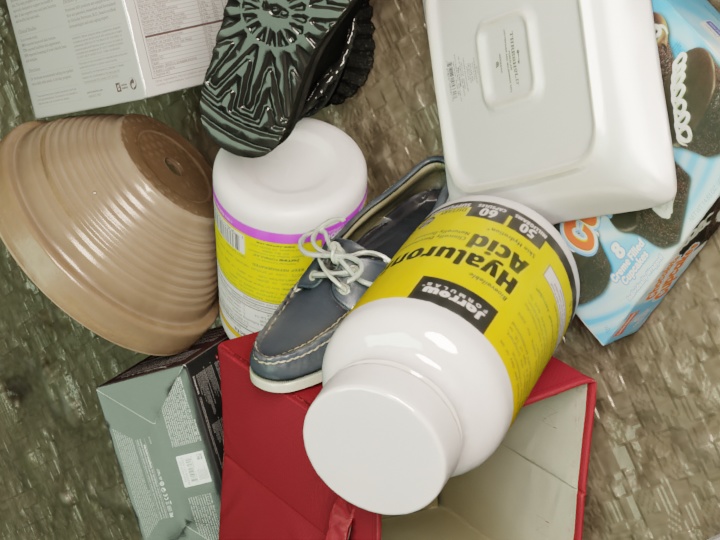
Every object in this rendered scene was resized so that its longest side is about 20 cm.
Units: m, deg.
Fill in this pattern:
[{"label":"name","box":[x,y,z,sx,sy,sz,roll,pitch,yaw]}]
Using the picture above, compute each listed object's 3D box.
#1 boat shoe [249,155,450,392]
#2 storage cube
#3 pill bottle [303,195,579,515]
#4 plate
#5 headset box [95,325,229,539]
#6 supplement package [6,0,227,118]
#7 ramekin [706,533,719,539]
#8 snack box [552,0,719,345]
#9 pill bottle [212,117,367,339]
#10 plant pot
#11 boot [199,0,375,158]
[{"label":"boat shoe","box":[0.000,0.000,1.058,0.075,0.200,0.062,27,144,38]},{"label":"storage cube","box":[0.026,0.133,1.096,0.180,0.200,0.171,29,126,45]},{"label":"pill bottle","box":[0.045,0.047,0.944,0.111,0.200,0.111,12,124,19]},{"label":"plate","box":[0.097,-0.125,0.990,0.200,0.032,0.200,-11,87,57]},{"label":"headset box","box":[-0.108,0.126,1.253,0.075,0.200,0.149,-15,96,16]},{"label":"supplement package","box":[-0.155,-0.225,1.178,0.152,0.151,0.200,-2,104,49]},{"label":"ramekin","box":[0.241,0.244,0.973,0.200,0.098,0.201,20,119,42]},{"label":"snack box","box":[0.163,-0.063,0.981,0.116,0.037,0.200,52,136,23]},{"label":"pill bottle","box":[-0.049,-0.003,1.172,0.104,0.104,0.200,40,147,30]},{"label":"plant pot","box":[-0.161,-0.045,1.192,0.093,0.201,0.201,-42,72,22]},{"label":"boot","box":[-0.023,-0.179,1.057,0.079,0.158,0.211,34,120,7]}]
